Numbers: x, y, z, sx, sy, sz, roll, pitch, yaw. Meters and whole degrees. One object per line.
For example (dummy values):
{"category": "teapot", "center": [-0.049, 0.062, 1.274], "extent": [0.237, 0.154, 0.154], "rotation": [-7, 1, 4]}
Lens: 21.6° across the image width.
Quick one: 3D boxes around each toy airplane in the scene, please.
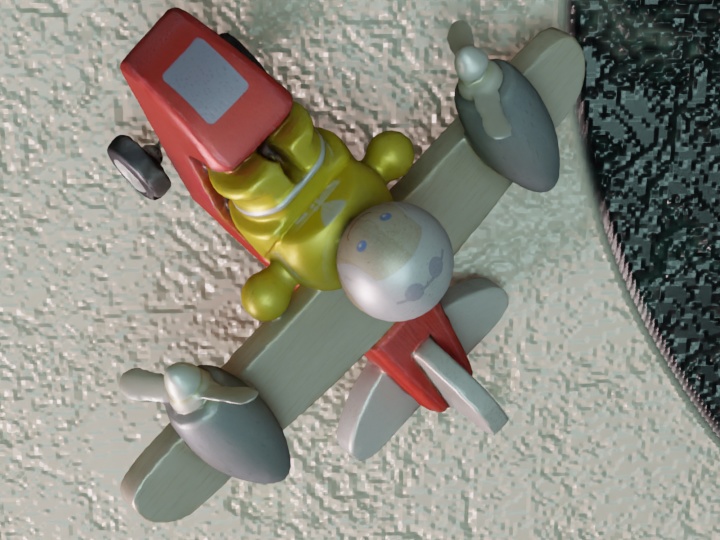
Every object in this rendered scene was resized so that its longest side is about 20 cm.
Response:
{"category": "toy airplane", "center": [0.000, 0.000, 0.753], "extent": [0.197, 0.141, 0.202], "rotation": [0, 99, -24]}
